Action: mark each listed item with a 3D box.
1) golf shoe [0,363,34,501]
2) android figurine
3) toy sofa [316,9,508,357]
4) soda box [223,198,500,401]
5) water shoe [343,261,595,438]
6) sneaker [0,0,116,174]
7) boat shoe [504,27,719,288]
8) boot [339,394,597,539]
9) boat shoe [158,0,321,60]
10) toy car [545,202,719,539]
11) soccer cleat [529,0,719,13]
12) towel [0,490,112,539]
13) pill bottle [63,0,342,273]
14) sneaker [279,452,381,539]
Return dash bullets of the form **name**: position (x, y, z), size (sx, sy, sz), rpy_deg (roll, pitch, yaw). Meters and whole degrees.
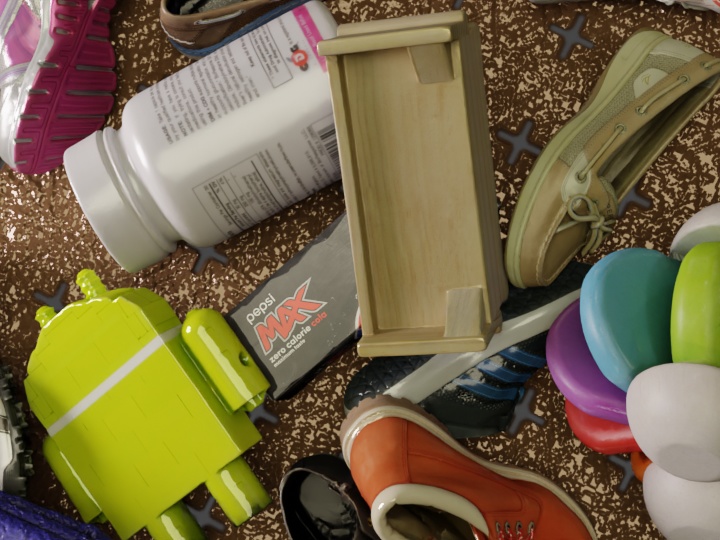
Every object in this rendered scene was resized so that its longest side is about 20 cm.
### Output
- **golf shoe**: position (-0.284, 0.078, 0.849), size (0.094, 0.078, 0.201), rpy_deg (-19, 73, -20)
- **android figurine**: position (-0.146, 0.095, 0.831), size (0.182, 0.041, 0.200), rpy_deg (-40, 83, 26)
- **toy sofa**: position (0.035, -0.053, 0.764), size (0.082, 0.098, 0.201), rpy_deg (-4, 104, 16)
- **soda box**: position (0.000, 0.000, 0.844), size (0.200, 0.063, 0.071), rpy_deg (-41, 82, 1)
- **water shoe**: position (0.085, 0.064, 0.838), size (0.199, 0.072, 0.079), rpy_deg (-28, 112, -1)
- **sneaker**: position (-0.223, -0.169, 0.878), size (0.088, 0.081, 0.201), rpy_deg (17, 95, 30)
- **boat shoe**: position (0.164, -0.069, 0.816), size (0.063, 0.073, 0.201), rpy_deg (28, 72, 29)
- **boot**: position (0.077, 0.164, 0.777), size (0.199, 0.107, 0.075), rpy_deg (30, 105, -20)
- **boat shoe**: position (-0.052, -0.218, 0.864), size (0.200, 0.072, 0.072), rpy_deg (-39, 83, 1)
- **toy car**: position (0.189, 0.061, 0.762), size (0.149, 0.200, 0.176), rpy_deg (8, 54, 26)
- **soccer cleat**: position (0.211, -0.207, 0.842), size (0.199, 0.069, 0.086), rpy_deg (-18, 79, -1)
- **towel**: position (-0.249, 0.238, 0.777), size (0.147, 0.050, 0.201), rpy_deg (19, 92, 3)
- **pill bottle**: position (-0.088, -0.086, 0.835), size (0.199, 0.113, 0.114), rpy_deg (-28, 83, 2)
- **sneaker**: position (0.019, 0.203, 0.802), size (0.200, 0.106, 0.075), rpy_deg (42, 90, 8)
